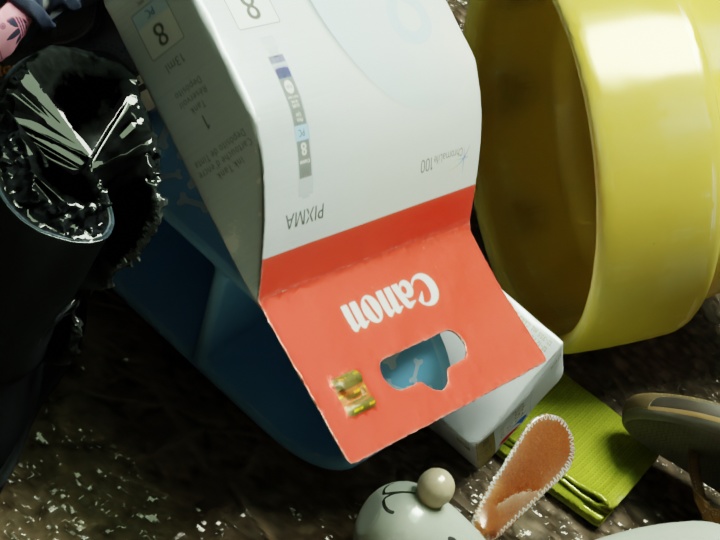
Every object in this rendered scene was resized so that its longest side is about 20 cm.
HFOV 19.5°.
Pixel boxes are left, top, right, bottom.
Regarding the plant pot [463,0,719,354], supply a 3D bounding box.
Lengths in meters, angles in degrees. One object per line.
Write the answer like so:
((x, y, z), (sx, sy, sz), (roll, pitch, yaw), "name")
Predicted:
((0.168, -0.071, 1.046), (0.187, 0.202, 0.202), (-8, 43, -13), "plant pot")

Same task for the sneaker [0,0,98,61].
((-0.125, -0.114, 0.821), (0.198, 0.070, 0.083), (-14, 49, 7), "sneaker")

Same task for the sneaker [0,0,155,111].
((-0.137, -0.101, 0.895), (0.080, 0.199, 0.079), (55, 27, -30), "sneaker")

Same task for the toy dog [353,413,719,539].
((0.107, 0.119, 0.879), (0.198, 0.097, 0.132), (7, 32, -33), "toy dog")

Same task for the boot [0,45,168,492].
((-0.126, -0.018, 0.823), (0.076, 0.169, 0.201), (24, 32, -11), "boot")

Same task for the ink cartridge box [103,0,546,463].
((0.004, -0.041, 0.827), (0.160, 0.047, 0.201), (-21, 81, -54), "ink cartridge box")

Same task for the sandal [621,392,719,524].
((0.203, 0.128, 0.985), (0.200, 0.082, 0.055), (41, 69, -1), "sandal")

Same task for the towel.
((0.055, 0.043, 1.021), (0.199, 0.018, 0.086), (37, 34, 12), "towel")

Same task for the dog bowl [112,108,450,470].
((-0.050, 0.006, 0.903), (0.200, 0.112, 0.050), (42, 61, 12), "dog bowl")

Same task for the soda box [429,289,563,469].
((0.000, 0.000, 0.963), (0.200, 0.064, 0.068), (40, -7, 13), "soda box")
